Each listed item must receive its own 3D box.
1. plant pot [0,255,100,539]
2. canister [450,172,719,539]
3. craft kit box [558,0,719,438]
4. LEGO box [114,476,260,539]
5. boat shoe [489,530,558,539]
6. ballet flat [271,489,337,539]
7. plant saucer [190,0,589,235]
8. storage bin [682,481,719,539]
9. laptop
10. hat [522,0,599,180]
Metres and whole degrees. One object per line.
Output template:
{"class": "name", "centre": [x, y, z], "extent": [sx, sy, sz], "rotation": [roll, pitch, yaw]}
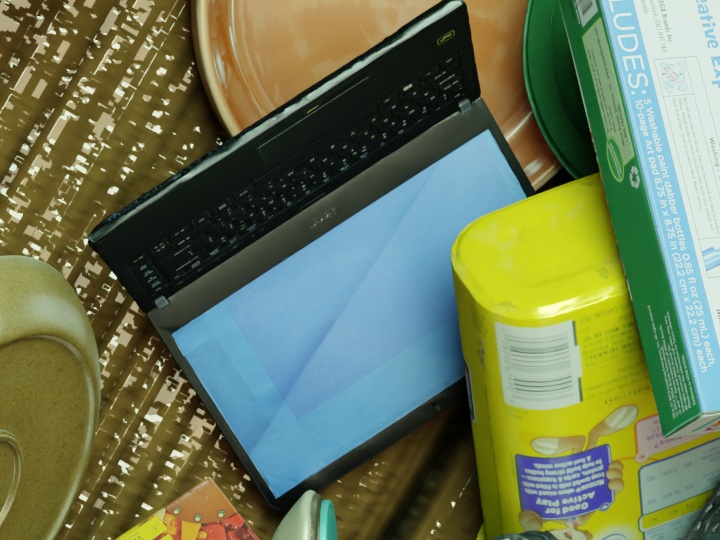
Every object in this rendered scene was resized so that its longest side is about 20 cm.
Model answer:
{"class": "plant pot", "centre": [-0.167, 0.090, 1.142], "extent": [0.027, 0.200, 0.201], "rotation": [28, 91, 23]}
{"class": "canister", "centre": [0.117, 0.058, 1.224], "extent": [0.148, 0.087, 0.201], "rotation": [-19, 130, -13]}
{"class": "craft kit box", "centre": [0.194, -0.043, 1.145], "extent": [0.196, 0.049, 0.201], "rotation": [-6, 74, -18]}
{"class": "LEGO box", "centre": [-0.098, 0.206, 1.146], "extent": [0.199, 0.149, 0.077], "rotation": [-34, 145, -12]}
{"class": "boat shoe", "centre": [0.033, 0.190, 1.208], "extent": [0.074, 0.066, 0.200], "rotation": [28, 114, 9]}
{"class": "ballet flat", "centre": [-0.034, 0.198, 1.259], "extent": [0.069, 0.069, 0.201], "rotation": [-10, 104, -15]}
{"class": "plant saucer", "centre": [0.022, -0.117, 1.232], "extent": [0.199, 0.032, 0.202], "rotation": [-3, 102, -17]}
{"class": "storage bin", "centre": [0.180, 0.187, 1.161], "extent": [0.135, 0.094, 0.200], "rotation": [40, 72, -15]}
{"class": "laptop", "centre": [0.000, 0.000, 1.177], "extent": [0.177, 0.200, 0.104], "rotation": [-33, 76, -3]}
{"class": "hat", "centre": [0.197, -0.089, 1.197], "extent": [0.199, 0.176, 0.167], "rotation": [2, 102, -35]}
